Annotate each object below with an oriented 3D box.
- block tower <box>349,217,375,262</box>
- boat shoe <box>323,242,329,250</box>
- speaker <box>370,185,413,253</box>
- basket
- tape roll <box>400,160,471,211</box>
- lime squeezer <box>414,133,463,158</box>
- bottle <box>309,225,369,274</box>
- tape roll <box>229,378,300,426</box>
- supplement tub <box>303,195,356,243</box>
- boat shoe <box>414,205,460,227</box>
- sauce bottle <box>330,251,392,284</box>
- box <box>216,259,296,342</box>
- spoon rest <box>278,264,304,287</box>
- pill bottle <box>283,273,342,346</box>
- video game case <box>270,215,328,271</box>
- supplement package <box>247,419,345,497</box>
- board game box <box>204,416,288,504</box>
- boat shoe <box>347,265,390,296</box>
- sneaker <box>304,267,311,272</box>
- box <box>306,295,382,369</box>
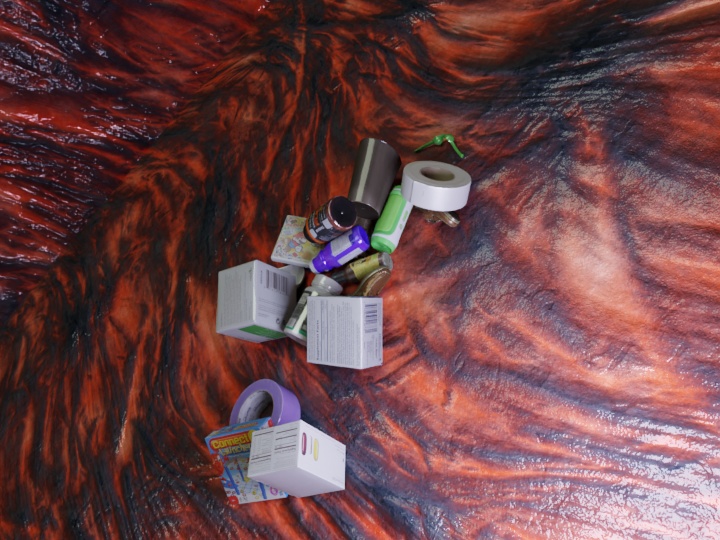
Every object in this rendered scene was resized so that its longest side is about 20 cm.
[{"bbox_3d":[0.005,-0.121,1.777,0.053,0.058,0.203,-8,58,33],"label":"block tower"},{"bbox_3d":[-0.060,-0.108,1.796,0.071,0.075,0.203,-14,52,48],"label":"boat shoe"},{"bbox_3d":[0.100,-0.156,1.705,0.087,0.088,0.203,6,64,40],"label":"speaker"},{"bbox_3d":[0.035,-0.274,1.737,0.134,0.180,0.204,8,71,28],"label":"basket"},{"bbox_3d":[0.215,-0.246,1.604,0.198,0.072,0.204,5,32,-3],"label":"tape roll"},{"bbox_3d":[0.262,-0.405,1.801,0.198,0.037,0.072,18,103,43],"label":"lime squeezer"},{"bbox_3d":[-0.067,-0.056,1.702,0.198,0.065,0.084,-32,42,18],"label":"bottle"},{"bbox_3d":[-0.272,0.420,1.586,0.197,0.085,0.203,-21,49,25],"label":"tape roll"},{"bbox_3d":[-0.102,-0.147,1.714,0.199,0.106,0.109,-26,42,53],"label":"supplement tub"},{"bbox_3d":[0.224,-0.169,1.635,0.069,0.071,0.201,-55,34,16],"label":"boat shoe"},{"bbox_3d":[0.000,0.000,1.686,0.197,0.065,0.066,-19,49,25],"label":"sauce bottle"},{"bbox_3d":[-0.323,0.102,1.743,0.169,0.198,0.204,-14,67,30],"label":"box"},{"bbox_3d":[-0.268,0.028,1.882,0.197,0.061,0.101,-8,56,35],"label":"spoon rest"},{"bbox_3d":[-0.137,0.121,1.672,0.112,0.113,0.202,13,68,42],"label":"pill bottle"},{"bbox_3d":[-0.176,-0.093,1.844,0.196,0.023,0.185,10,57,10],"label":"video game case"},{"bbox_3d":[-0.151,0.467,1.370,0.153,0.200,0.113,-20,49,25],"label":"supplement package"},{"bbox_3d":[-0.292,0.505,1.473,0.197,0.199,0.056,-19,5,27],"label":"board game box"},{"bbox_3d":[0.022,0.077,1.609,0.200,0.072,0.068,-46,49,14],"label":"boat shoe"},{"bbox_3d":[-0.196,-0.078,1.894,0.077,0.071,0.200,-34,53,-12],"label":"sneaker"},{"bbox_3d":[-0.044,0.162,1.522,0.197,0.104,0.188,0,90,37],"label":"box"}]
